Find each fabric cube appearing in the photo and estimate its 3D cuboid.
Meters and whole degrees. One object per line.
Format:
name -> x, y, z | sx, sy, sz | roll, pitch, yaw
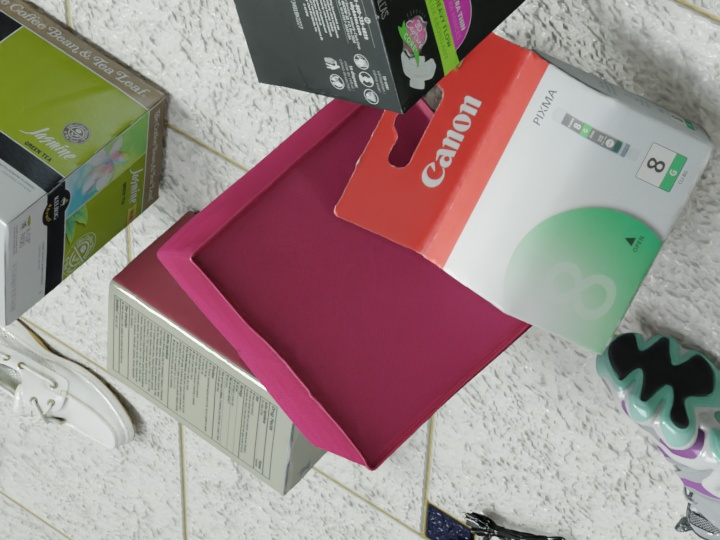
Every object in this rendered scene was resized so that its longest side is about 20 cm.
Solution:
fabric cube -> 0.000, 0.000, 1.748 | 0.200, 0.196, 0.199 | 51, 171, -8

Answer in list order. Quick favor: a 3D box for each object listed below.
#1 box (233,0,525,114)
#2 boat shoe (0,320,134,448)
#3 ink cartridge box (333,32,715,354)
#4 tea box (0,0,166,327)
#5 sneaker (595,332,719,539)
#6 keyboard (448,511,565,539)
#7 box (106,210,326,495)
box -> 0.023, -0.218, 1.543 | 0.124, 0.200, 0.149 | 15, 135, 37
boat shoe -> -0.306, 0.117, 2.383 | 0.200, 0.069, 0.071 | 33, 143, 18
ink cartridge box -> 0.106, -0.057, 1.619 | 0.200, 0.050, 0.161 | 23, 107, -13
tea box -> -0.294, -0.098, 2.026 | 0.200, 0.197, 0.134 | 34, 144, 19
sneaker -> 0.241, 0.140, 1.794 | 0.200, 0.078, 0.140 | 37, 145, 14
keyboard -> 0.149, 0.252, 2.068 | 0.200, 0.021, 0.127 | 10, 139, 41
box -> -0.102, 0.067, 2.068 | 0.200, 0.109, 0.128 | 33, 144, 19
